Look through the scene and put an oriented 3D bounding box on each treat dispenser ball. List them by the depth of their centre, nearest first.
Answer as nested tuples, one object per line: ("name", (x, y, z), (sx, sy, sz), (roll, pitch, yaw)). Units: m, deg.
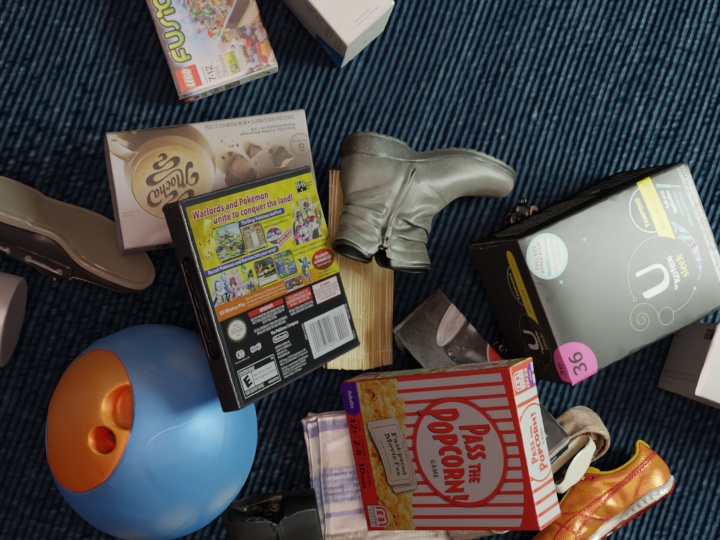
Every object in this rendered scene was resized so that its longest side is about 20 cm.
("treat dispenser ball", (-0.196, 0.152, 1.101), (0.198, 0.201, 0.204), (0, 89, -5))

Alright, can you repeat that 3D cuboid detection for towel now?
("towel", (0.020, 0.240, 1.208), (0.145, 0.024, 0.203), (-6, 91, -8))

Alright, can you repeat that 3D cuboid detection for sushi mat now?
("sushi mat", (0.000, 0.000, 1.191), (0.095, 0.012, 0.203), (3, 88, -47))

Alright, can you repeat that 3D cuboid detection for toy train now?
("toy train", (0.168, 0.026, 1.221), (0.045, 0.034, 0.203), (6, 88, -8))

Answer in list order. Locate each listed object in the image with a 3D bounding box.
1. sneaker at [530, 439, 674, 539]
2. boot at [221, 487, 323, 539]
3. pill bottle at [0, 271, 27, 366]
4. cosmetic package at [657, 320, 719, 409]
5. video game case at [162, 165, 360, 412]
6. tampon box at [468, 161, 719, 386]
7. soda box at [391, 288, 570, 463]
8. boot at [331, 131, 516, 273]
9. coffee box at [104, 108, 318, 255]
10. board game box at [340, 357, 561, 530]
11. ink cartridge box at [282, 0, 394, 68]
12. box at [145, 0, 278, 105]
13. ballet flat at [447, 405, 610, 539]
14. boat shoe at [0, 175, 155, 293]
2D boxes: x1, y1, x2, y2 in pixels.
("sneaker", (0.231, 0.252, 1.214), (0.199, 0.073, 0.077), (-33, 70, -9))
("boot", (-0.106, 0.318, 1.132), (0.163, 0.066, 0.202), (-16, 121, -16))
("pill bottle", (-0.432, 0.029, 1.126), (0.197, 0.114, 0.116), (13, 87, -5))
("cosmetic package", (0.424, 0.120, 1.204), (0.198, 0.113, 0.082), (19, 87, -3))
("video game case", (-0.083, 0.010, 1.056), (0.025, 0.199, 0.183), (-12, 96, 34))
("tampon box", (0.238, 0.001, 1.161), (0.198, 0.126, 0.151), (-25, 96, -16))
("soda box", (0.120, 0.118, 1.168), (0.071, 0.063, 0.200), (-40, 72, -4))
("boot", (0.063, -0.056, 1.169), (0.197, 0.068, 0.132), (7, 72, -20))
("coffee box", (-0.147, -0.087, 1.158), (0.197, 0.080, 0.115), (-8, 88, -15))
("board game box", (0.083, 0.169, 1.120), (0.198, 0.046, 0.154), (-10, 93, 36))
("ink cartridge box", (-0.059, -0.309, 1.168), (0.067, 0.116, 0.200), (-41, 92, -4))
("box", (-0.167, -0.284, 1.198), (0.109, 0.035, 0.202), (-20, 91, -5))
("ballet flat", (0.175, 0.216, 1.191), (0.200, 0.067, 0.068), (-42, 124, -6))
("boat shoe", (-0.303, -0.025, 1.179), (0.198, 0.073, 0.063), (27, 129, -10))
